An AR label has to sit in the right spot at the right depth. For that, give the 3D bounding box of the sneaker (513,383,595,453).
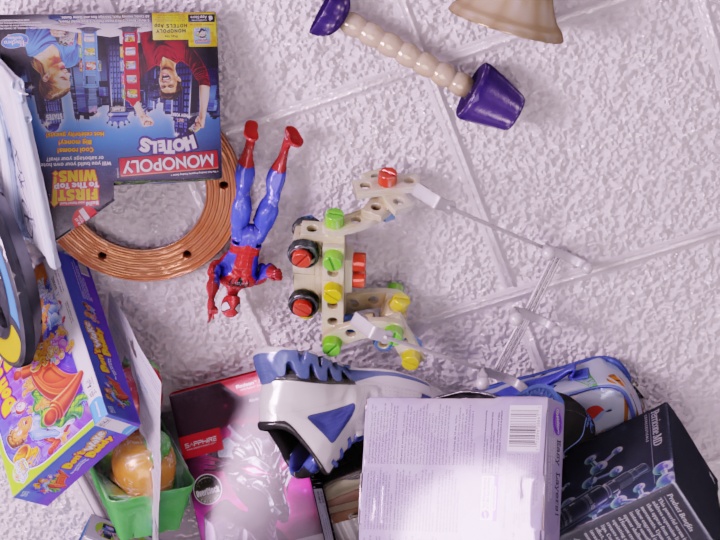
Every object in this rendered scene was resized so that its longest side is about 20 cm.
[{"bbox_3d":[0.129,0.173,1.688,0.200,0.070,0.078,-27,139,32],"label":"sneaker"}]

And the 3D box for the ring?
[{"bbox_3d":[-0.209,-0.081,1.676,0.200,0.019,0.201,1,117,3],"label":"ring"}]

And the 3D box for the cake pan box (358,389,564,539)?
[{"bbox_3d":[0.089,0.206,1.608,0.184,0.052,0.200,-3,77,25],"label":"cake pan box"}]

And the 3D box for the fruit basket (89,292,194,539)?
[{"bbox_3d":[-0.211,0.148,1.714,0.094,0.185,0.200,-3,117,-23],"label":"fruit basket"}]

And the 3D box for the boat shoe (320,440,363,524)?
[{"bbox_3d":[-0.054,0.239,1.804,0.200,0.076,0.074,-20,118,14],"label":"boat shoe"}]

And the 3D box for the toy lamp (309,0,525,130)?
[{"bbox_3d":[0.054,-0.187,1.585,0.200,0.058,0.058,30,115,-11],"label":"toy lamp"}]

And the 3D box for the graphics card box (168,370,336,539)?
[{"bbox_3d":[-0.104,0.201,1.744,0.125,0.051,0.200,-14,83,10],"label":"graphics card box"}]

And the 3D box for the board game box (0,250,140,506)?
[{"bbox_3d":[-0.291,0.100,1.677,0.134,0.200,0.045,-41,142,21],"label":"board game box"}]

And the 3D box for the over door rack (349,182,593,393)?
[{"bbox_3d":[0.110,0.027,1.639,0.200,0.067,0.148,22,98,-29],"label":"over door rack"}]

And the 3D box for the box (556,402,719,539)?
[{"bbox_3d":[0.227,0.238,1.660,0.200,0.148,0.107,-28,108,17],"label":"box"}]

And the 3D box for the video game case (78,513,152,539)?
[{"bbox_3d":[-0.242,0.376,1.901,0.181,0.045,0.200,24,117,-8],"label":"video game case"}]

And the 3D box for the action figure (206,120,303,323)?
[{"bbox_3d":[-0.100,-0.026,1.639,0.065,0.099,0.200,8,124,-14],"label":"action figure"}]

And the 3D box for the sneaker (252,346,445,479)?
[{"bbox_3d":[-0.022,0.147,1.702,0.199,0.081,0.115,14,77,-29],"label":"sneaker"}]

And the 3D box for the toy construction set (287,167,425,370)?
[{"bbox_3d":[0.000,0.000,1.664,0.131,0.092,0.200,4,117,3],"label":"toy construction set"}]

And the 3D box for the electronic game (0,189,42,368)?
[{"bbox_3d":[-0.341,-0.006,1.634,0.042,0.200,0.200,-19,120,-23],"label":"electronic game"}]

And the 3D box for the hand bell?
[{"bbox_3d":[0.152,-0.303,1.513,0.104,0.104,0.200,15,106,-5],"label":"hand bell"}]

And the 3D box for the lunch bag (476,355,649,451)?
[{"bbox_3d":[0.192,0.168,1.754,0.200,0.076,0.160,-18,113,13],"label":"lunch bag"}]

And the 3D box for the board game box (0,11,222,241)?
[{"bbox_3d":[-0.227,-0.128,1.587,0.200,0.062,0.200,-2,95,-11],"label":"board game box"}]

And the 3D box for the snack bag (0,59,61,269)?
[{"bbox_3d":[-0.314,-0.108,1.577,0.021,0.200,0.189,-17,119,-20],"label":"snack bag"}]
